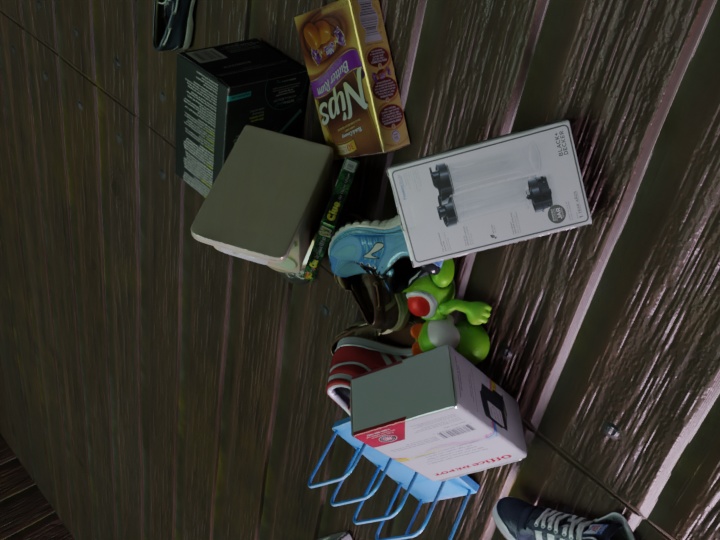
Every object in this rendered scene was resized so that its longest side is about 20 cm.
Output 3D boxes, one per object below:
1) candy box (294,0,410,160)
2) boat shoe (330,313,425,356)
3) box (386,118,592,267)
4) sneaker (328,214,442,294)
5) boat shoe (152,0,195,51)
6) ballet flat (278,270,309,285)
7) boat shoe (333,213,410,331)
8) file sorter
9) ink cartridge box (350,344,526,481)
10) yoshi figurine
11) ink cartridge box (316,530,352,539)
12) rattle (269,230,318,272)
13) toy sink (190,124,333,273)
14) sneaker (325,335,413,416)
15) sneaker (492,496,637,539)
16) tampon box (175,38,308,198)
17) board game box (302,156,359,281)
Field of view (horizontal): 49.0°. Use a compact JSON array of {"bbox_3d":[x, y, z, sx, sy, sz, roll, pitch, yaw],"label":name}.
[{"bbox_3d":[-0.011,-0.253,1.050,0.116,0.056,0.201,0,110,49],"label":"candy box"},{"bbox_3d":[0.027,0.107,1.176,0.200,0.072,0.076,-23,91,52],"label":"boat shoe"},{"bbox_3d":[0.140,-0.086,0.867,0.199,0.060,0.117,-15,100,12],"label":"box"},{"bbox_3d":[0.027,-0.015,0.992,0.200,0.078,0.090,-15,61,47],"label":"sneaker"},{"bbox_3d":[-0.312,-0.456,1.291,0.075,0.062,0.200,43,136,29],"label":"boat shoe"},{"bbox_3d":[-0.143,-0.059,1.320,0.200,0.046,0.067,48,117,13],"label":"ballet flat"},{"bbox_3d":[0.000,0.000,1.126,0.072,0.072,0.200,-51,52,42],"label":"boat shoe"},{"bbox_3d":[0.043,0.318,1.167,0.200,0.123,0.139,42,142,-12],"label":"file sorter"},{"bbox_3d":[0.101,0.187,0.999,0.145,0.200,0.083,-22,51,25],"label":"ink cartridge box"},{"bbox_3d":[0.117,0.048,1.048,0.112,0.112,0.201,-10,87,11],"label":"yoshi figurine"},{"bbox_3d":[-0.036,0.614,1.501,0.200,0.083,0.145,60,141,7],"label":"ink cartridge box"},{"bbox_3d":[-0.166,-0.051,1.232,0.199,0.143,0.131,11,121,21],"label":"rattle"},{"bbox_3d":[-0.128,-0.077,1.068,0.130,0.200,0.112,15,146,6],"label":"toy sink"},{"bbox_3d":[0.050,0.159,1.091,0.199,0.113,0.071,8,132,13],"label":"sneaker"},{"bbox_3d":[0.267,0.335,1.014,0.200,0.070,0.109,31,135,27],"label":"sneaker"},{"bbox_3d":[-0.183,-0.222,1.190,0.126,0.150,0.201,38,134,30],"label":"tampon box"},{"bbox_3d":[-0.044,-0.067,1.109,0.023,0.105,0.200,23,155,-2],"label":"board game box"}]
